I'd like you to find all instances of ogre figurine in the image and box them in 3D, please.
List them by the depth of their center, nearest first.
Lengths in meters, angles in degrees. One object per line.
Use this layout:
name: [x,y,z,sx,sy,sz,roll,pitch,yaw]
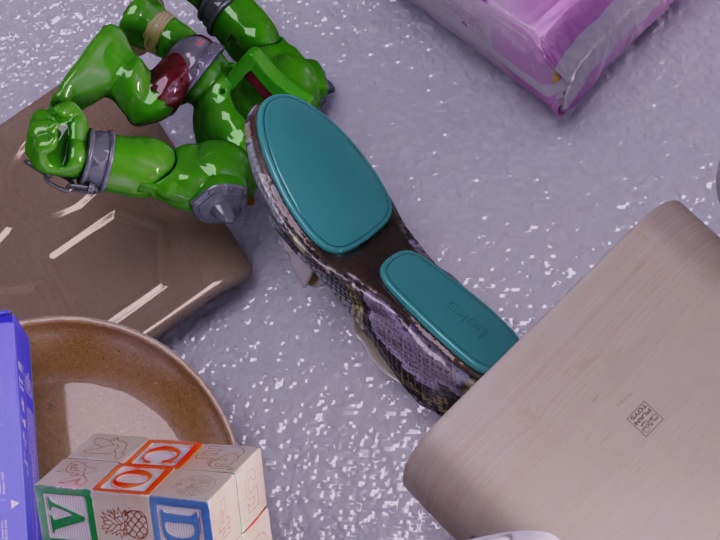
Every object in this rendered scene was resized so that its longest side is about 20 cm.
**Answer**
ogre figurine: [-0.091,-0.094,1.082,0.119,0.200,0.099,33,115,1]

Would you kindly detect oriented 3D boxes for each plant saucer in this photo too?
plant saucer: [-0.156,0.124,1.017,0.198,0.035,0.202,-1,69,2]

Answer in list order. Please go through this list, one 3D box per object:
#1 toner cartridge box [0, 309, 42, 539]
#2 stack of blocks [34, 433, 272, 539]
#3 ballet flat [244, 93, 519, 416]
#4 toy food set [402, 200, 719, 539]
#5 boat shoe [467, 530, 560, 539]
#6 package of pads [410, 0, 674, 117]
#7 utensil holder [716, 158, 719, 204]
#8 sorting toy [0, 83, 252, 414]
toner cartridge box: [-0.206,0.126,0.976,0.094,0.043,0.202,-7,69,1]
stack of blocks: [-0.096,0.179,0.898,0.114,0.202,0.059,2,20,21]
ballet flat: [0.000,0.000,1.020,0.072,0.072,0.201,-40,75,-6]
toy food set: [0.138,0.080,0.946,0.200,0.060,0.143,-44,70,-6]
boat shoe: [0.013,0.171,0.927,0.199,0.074,0.066,-17,31,30]
package of pads: [0.081,-0.187,1.106,0.120,0.076,0.200,-43,58,-9]
utensil holder: [0.284,-0.013,0.892,0.169,0.170,0.201,-33,59,-1]
sorting toy: [-0.182,-0.006,1.121,0.199,0.037,0.186,-32,57,-6]
